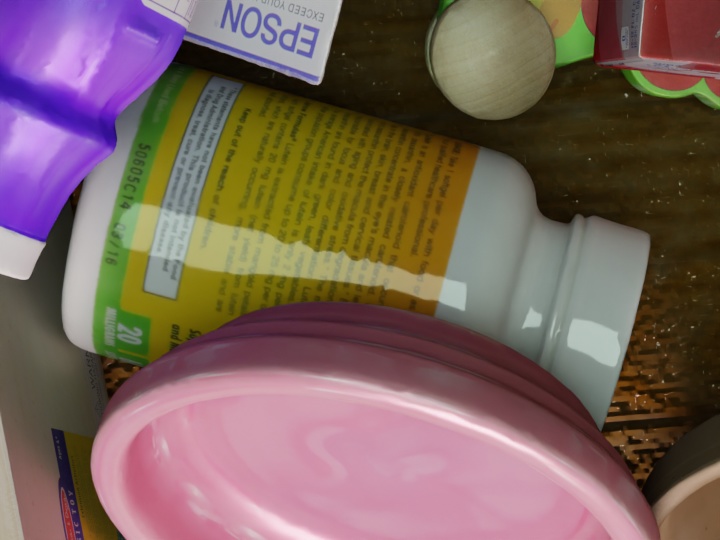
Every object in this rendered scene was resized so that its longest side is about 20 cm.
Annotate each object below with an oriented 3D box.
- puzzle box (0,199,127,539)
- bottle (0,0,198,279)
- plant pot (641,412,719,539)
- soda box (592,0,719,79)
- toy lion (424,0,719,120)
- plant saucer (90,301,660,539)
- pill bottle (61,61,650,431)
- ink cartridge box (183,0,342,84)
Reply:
[{"bbox_3d":[-0.121,0.043,0.784,0.025,0.133,0.202,-14,79,8],"label":"puzzle box"},{"bbox_3d":[-0.090,-0.098,0.702,0.083,0.065,0.202,22,90,40],"label":"bottle"},{"bbox_3d":[0.199,0.089,0.784,0.199,0.093,0.202,10,139,9],"label":"plant pot"},{"bbox_3d":[0.126,-0.167,0.742,0.069,0.063,0.202,5,92,-9],"label":"soda box"},{"bbox_3d":[0.100,-0.150,0.798,0.190,0.069,0.202,-19,96,2],"label":"toy lion"},{"bbox_3d":[0.008,0.073,0.757,0.199,0.201,0.051,13,57,4],"label":"plant saucer"},{"bbox_3d":[0.000,0.000,0.801,0.198,0.111,0.112,15,100,4],"label":"pill bottle"},{"bbox_3d":[-0.049,-0.183,0.762,0.197,0.043,0.202,23,103,38],"label":"ink cartridge box"}]
